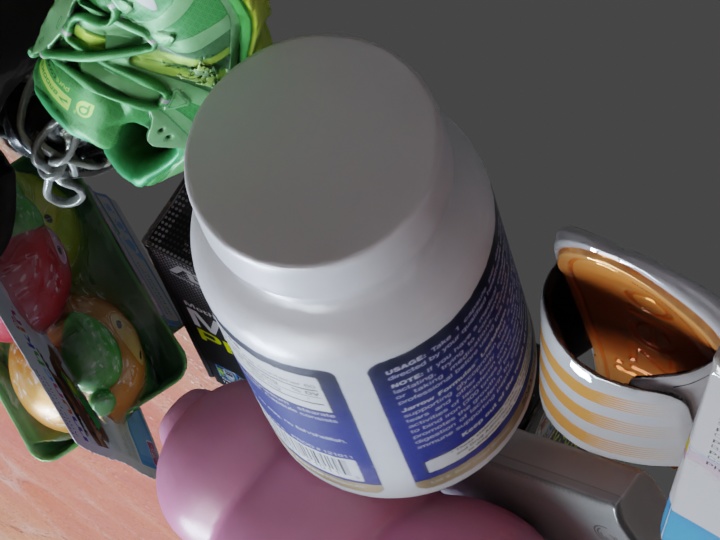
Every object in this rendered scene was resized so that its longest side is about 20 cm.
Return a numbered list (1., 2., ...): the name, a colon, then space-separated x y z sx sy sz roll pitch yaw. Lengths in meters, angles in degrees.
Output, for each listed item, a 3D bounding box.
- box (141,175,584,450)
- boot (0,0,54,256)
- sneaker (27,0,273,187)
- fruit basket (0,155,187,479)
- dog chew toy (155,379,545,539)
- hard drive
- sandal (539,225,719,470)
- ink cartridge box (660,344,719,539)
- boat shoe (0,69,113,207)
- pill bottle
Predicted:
1. box: 0.007 0.045 1.376 0.199 0.044 0.160 27 163 19
2. boot: -0.197 -0.123 1.233 0.200 0.068 0.189 46 144 37
3. sneaker: -0.079 -0.085 1.084 0.074 0.083 0.200 45 169 26
4. fruit basket: -0.146 0.006 1.379 0.186 0.093 0.200 59 178 12
5. dog chew toy: -0.005 0.122 1.253 0.200 0.125 0.125 40 166 14
6. hard drive: 0.066 0.107 1.302 0.199 0.027 0.132 16 151 44
7. sandal: 0.110 0.053 1.185 0.079 0.059 0.207 26 162 22
8. ink cartridge box: 0.177 0.030 0.877 0.125 0.129 0.200 29 164 10
9. boat shoe: -0.119 -0.067 1.248 0.199 0.068 0.074 22 161 32
10. pill bottle: 0.000 0.000 1.139 0.115 0.116 0.200 26 162 21
